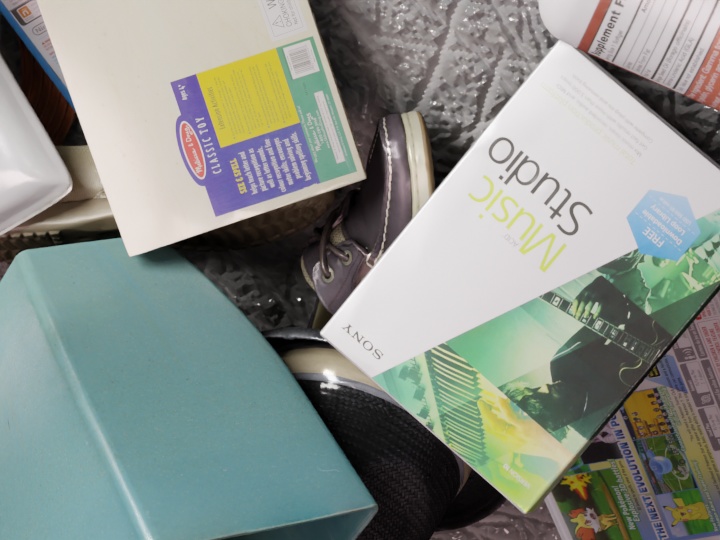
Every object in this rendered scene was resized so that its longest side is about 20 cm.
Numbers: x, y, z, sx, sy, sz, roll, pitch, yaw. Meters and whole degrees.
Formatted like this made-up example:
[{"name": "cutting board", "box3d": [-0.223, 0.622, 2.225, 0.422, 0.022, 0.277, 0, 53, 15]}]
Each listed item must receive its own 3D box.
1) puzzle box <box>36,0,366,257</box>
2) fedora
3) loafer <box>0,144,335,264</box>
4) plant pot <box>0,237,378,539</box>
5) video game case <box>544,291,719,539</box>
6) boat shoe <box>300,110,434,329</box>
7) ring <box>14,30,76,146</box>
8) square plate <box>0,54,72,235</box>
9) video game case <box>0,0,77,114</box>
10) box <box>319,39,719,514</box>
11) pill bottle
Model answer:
[{"name": "puzzle box", "box3d": [-0.089, -0.120, 1.534, 0.133, 0.025, 0.201, -18, 103, 2]}, {"name": "fedora", "box3d": [-0.010, 0.117, 1.635, 0.200, 0.092, 0.201, 14, 150, 8]}, {"name": "loafer", "box3d": [-0.114, -0.048, 1.617, 0.199, 0.068, 0.076, -4, 165, -1]}, {"name": "plant pot", "box3d": [-0.116, 0.088, 1.555, 0.141, 0.141, 0.200, -53, 55, 42]}, {"name": "video game case", "box3d": [0.168, 0.068, 1.604, 0.182, 0.022, 0.200, -11, 125, 20]}, {"name": "boat shoe", "box3d": [0.000, 0.000, 1.618, 0.065, 0.072, 0.200, 3, 133, -8]}, {"name": "ring", "box3d": [-0.249, -0.123, 1.652, 0.200, 0.019, 0.201, 9, 127, 12]}, {"name": "square plate", "box3d": [-0.277, -0.082, 1.596, 0.198, 0.028, 0.200, -30, 89, 24]}, {"name": "video game case", "box3d": [-0.144, -0.187, 1.562, 0.143, 0.018, 0.200, -26, 113, 24]}, {"name": "box", "box3d": [0.095, 0.003, 1.525, 0.144, 0.036, 0.200, 40, 99, 10]}, {"name": "pill bottle", "box3d": [0.157, -0.144, 1.444, 0.200, 0.112, 0.112, 24, 128, 2]}]
